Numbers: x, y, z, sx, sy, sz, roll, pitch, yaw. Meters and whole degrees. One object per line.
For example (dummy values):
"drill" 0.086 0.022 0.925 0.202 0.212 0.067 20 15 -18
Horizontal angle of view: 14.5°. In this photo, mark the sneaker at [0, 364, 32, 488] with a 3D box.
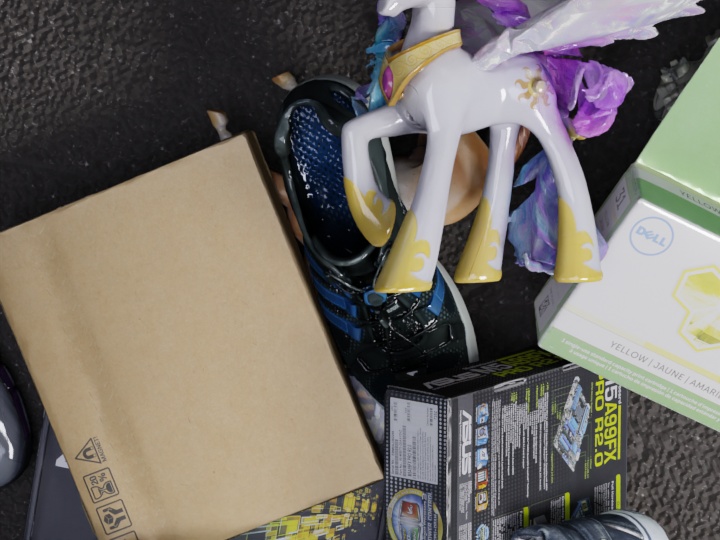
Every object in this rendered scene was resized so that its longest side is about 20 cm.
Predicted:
"sneaker" -0.258 0.043 1.547 0.074 0.088 0.200 -35 93 13

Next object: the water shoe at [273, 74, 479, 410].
"water shoe" 0.000 0.000 1.456 0.071 0.079 0.201 -21 100 16

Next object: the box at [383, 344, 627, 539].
"box" 0.078 0.147 1.480 0.044 0.160 0.201 8 104 39

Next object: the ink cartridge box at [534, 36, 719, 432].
"ink cartridge box" 0.200 -0.017 1.447 0.145 0.048 0.200 25 119 -15

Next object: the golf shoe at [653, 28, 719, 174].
"golf shoe" 0.255 -0.102 1.463 0.200 0.078 0.097 -28 112 18

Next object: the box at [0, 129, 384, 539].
"box" -0.095 0.047 1.511 0.163 0.021 0.201 -21 93 11

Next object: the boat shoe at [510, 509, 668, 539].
"boat shoe" 0.124 0.223 1.439 0.071 0.091 0.201 -23 74 43

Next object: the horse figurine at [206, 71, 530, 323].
"horse figurine" 0.014 -0.059 1.508 0.200 0.050 0.133 -25 94 13

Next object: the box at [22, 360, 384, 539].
"box" -0.079 0.118 1.554 0.199 0.049 0.162 12 98 6

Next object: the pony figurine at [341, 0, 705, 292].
"pony figurine" 0.073 -0.094 1.399 0.192 0.166 0.201 -3 92 -26
